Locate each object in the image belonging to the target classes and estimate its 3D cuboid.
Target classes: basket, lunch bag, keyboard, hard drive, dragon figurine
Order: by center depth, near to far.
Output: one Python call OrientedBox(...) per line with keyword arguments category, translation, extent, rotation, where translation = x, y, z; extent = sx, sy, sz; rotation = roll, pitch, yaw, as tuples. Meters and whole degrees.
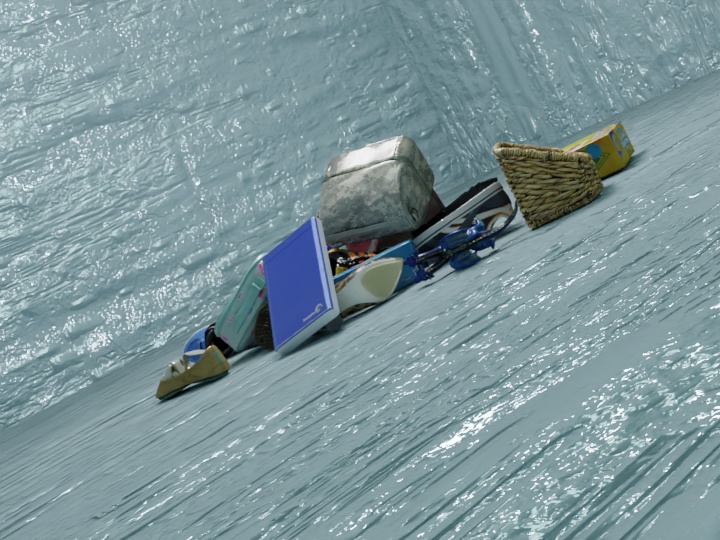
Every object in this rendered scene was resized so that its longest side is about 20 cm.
OrientedBox(category="dragon figurine", translation=(0.162, -0.038, 1.487), extent=(0.199, 0.059, 0.099), rotation=(-25, 5, 34))
OrientedBox(category="hard drive", translation=(-0.102, 0.023, 1.558), extent=(0.132, 0.025, 0.201), rotation=(-37, 44, 26))
OrientedBox(category="basket", translation=(0.314, -0.173, 1.582), extent=(0.142, 0.150, 0.200), rotation=(-26, 3, 14))
OrientedBox(category="lunch bag", translation=(0.024, -0.129, 1.737), extent=(0.199, 0.140, 0.168), rotation=(-11, 43, 27))
OrientedBox(category="keyboard", translation=(0.161, -0.109, 1.758), extent=(0.127, 0.021, 0.200), rotation=(-31, -6, -40))
OrientedBox(category="lunch bag", translation=(-0.184, 0.052, 1.773), extent=(0.201, 0.077, 0.160), rotation=(-59, -18, 17))

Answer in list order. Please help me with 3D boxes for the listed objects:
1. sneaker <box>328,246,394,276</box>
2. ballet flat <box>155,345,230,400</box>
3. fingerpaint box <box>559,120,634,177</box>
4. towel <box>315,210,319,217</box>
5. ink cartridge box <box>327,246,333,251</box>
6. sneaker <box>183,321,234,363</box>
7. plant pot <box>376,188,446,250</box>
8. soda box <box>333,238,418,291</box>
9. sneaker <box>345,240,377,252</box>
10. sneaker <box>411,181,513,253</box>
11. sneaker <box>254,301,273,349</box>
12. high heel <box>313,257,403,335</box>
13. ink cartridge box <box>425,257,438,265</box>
OrientedBox(category="sneaker", translation=(0.000, 0.000, 1.712), extent=(0.199, 0.070, 0.090), rotation=(1, 16, 32))
OrientedBox(category="ballet flat", translation=(-0.311, 0.181, 1.715), extent=(0.199, 0.063, 0.069), rotation=(-24, 4, 37))
OrientedBox(category="fingerpaint box", translation=(0.427, -0.207, 1.816), extent=(0.166, 0.074, 0.200), rotation=(-26, 5, 25))
OrientedBox(category="towel", translation=(-0.123, -0.029, 1.955), extent=(0.193, 0.034, 0.201), rotation=(-94, 28, -84))
OrientedBox(category="ink cartridge box", translation=(-0.092, -0.001, 1.958), extent=(0.200, 0.043, 0.199), rotation=(-118, 52, -85))
OrientedBox(category="sneaker", translation=(-0.309, 0.150, 1.970), extent=(0.199, 0.077, 0.111), rotation=(-18, -2, 25))
OrientedBox(category="plant pot", translation=(0.070, -0.100, 1.998), extent=(0.198, 0.201, 0.200), rotation=(-34, 4, -2))
OrientedBox(category="soda box", translation=(0.013, 0.019, 1.648), extent=(0.199, 0.068, 0.064), rotation=(-26, 4, 7))
OrientedBox(category="sneaker", translation=(0.006, -0.123, 1.886), extent=(0.073, 0.201, 0.087), rotation=(0, -20, 22))
OrientedBox(category="sneaker", translation=(0.180, -0.070, 1.672), extent=(0.199, 0.080, 0.078), rotation=(-33, 0, 14))
OrientedBox(category="sneaker", translation=(-0.120, 0.050, 1.683), extent=(0.201, 0.070, 0.075), rotation=(-63, -18, 17))
OrientedBox(category="high heel", translation=(-0.025, 0.038, 1.596), extent=(0.200, 0.072, 0.142), rotation=(-39, 16, -28))
OrientedBox(category="ink cartridge box", translation=(0.154, -0.054, 1.827), extent=(0.200, 0.044, 0.094), rotation=(-30, 7, -41))
